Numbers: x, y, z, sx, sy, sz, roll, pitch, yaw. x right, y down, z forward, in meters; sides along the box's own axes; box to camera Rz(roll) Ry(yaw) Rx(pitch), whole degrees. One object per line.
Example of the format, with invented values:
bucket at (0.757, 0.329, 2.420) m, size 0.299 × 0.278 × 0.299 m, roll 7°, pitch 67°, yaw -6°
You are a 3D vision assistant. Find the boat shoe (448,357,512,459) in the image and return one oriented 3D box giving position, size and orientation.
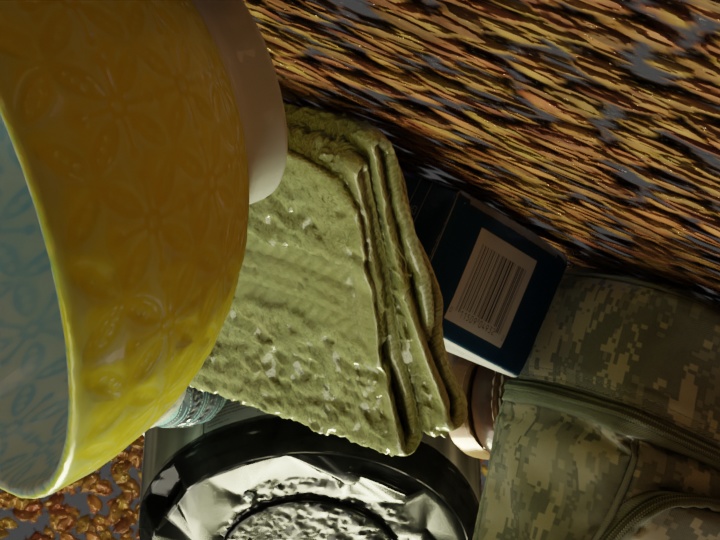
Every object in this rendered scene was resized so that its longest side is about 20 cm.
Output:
boat shoe at (0.116, 0.063, 1.320) m, size 0.070 × 0.071 × 0.200 m, roll -7°, pitch -179°, yaw 30°

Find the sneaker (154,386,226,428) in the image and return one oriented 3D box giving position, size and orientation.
sneaker at (-0.121, -0.007, 1.296) m, size 0.086 × 0.078 × 0.200 m, roll 20°, pitch -137°, yaw -54°

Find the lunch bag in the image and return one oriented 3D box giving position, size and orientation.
lunch bag at (0.153, 0.111, 1.181) m, size 0.200 × 0.168 × 0.139 m, roll 25°, pitch 176°, yaw -27°

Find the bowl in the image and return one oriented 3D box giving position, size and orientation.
bowl at (-0.087, -0.042, 0.823) m, size 0.108 × 0.201 × 0.200 m, roll -21°, pitch -162°, yaw -24°

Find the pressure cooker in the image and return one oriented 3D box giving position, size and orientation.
pressure cooker at (-0.022, 0.071, 1.394) m, size 0.175 × 0.179 × 0.200 m, roll 12°, pitch -137°, yaw -13°

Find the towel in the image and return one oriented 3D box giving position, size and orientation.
towel at (-0.046, -0.008, 1.113) m, size 0.200 × 0.036 × 0.149 m, roll 13°, pitch 126°, yaw 40°

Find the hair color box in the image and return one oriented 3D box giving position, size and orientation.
hair color box at (-0.020, -0.022, 1.192) m, size 0.200 × 0.061 × 0.100 m, roll 21°, pitch 175°, yaw 36°
